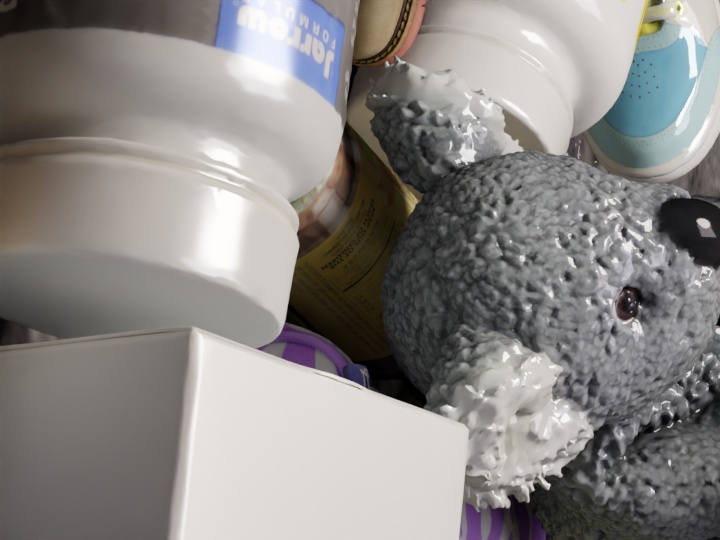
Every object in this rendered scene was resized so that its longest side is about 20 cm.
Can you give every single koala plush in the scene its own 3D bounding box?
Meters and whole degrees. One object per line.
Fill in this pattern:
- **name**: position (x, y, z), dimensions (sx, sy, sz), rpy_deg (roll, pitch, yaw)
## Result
- **koala plush**: position (0.081, 0.021, 0.988), dimensions (0.200, 0.184, 0.178), rpy_deg (20, 53, -44)

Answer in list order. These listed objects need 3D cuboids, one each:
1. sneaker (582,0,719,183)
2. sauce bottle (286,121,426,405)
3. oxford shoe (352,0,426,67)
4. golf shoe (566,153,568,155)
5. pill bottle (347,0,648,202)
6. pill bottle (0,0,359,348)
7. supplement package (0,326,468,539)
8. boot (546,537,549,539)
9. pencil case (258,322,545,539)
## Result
- **sneaker**: position (0.112, -0.147, 1.288), dimensions (0.131, 0.079, 0.201), rpy_deg (50, 36, -58)
- **sauce bottle**: position (0.000, 0.000, 1.047), dimensions (0.200, 0.065, 0.065), rpy_deg (47, 47, -59)
- **oxford shoe**: position (-0.026, -0.162, 1.003), dimensions (0.075, 0.070, 0.201), rpy_deg (-25, 109, -44)
- **golf shoe**: position (0.056, 0.008, 1.160), dimensions (0.200, 0.097, 0.078), rpy_deg (69, 9, 26)
- **pill bottle**: position (0.056, -0.117, 1.115), dimensions (0.111, 0.111, 0.200), rpy_deg (64, 33, -44)
- **pill bottle**: position (-0.056, -0.083, 0.856), dimensions (0.114, 0.113, 0.201), rpy_deg (41, 53, -60)
- **supplement package**: position (-0.059, 0.129, 0.807), dimensions (0.121, 0.120, 0.201), rpy_deg (22, 68, -46)
- **boot**: position (0.081, 0.152, 1.190), dimensions (0.070, 0.200, 0.146), rpy_deg (33, 22, -40)
- **pencil case**: position (-0.001, 0.076, 1.026), dimensions (0.200, 0.084, 0.086), rpy_deg (40, 29, -62)
